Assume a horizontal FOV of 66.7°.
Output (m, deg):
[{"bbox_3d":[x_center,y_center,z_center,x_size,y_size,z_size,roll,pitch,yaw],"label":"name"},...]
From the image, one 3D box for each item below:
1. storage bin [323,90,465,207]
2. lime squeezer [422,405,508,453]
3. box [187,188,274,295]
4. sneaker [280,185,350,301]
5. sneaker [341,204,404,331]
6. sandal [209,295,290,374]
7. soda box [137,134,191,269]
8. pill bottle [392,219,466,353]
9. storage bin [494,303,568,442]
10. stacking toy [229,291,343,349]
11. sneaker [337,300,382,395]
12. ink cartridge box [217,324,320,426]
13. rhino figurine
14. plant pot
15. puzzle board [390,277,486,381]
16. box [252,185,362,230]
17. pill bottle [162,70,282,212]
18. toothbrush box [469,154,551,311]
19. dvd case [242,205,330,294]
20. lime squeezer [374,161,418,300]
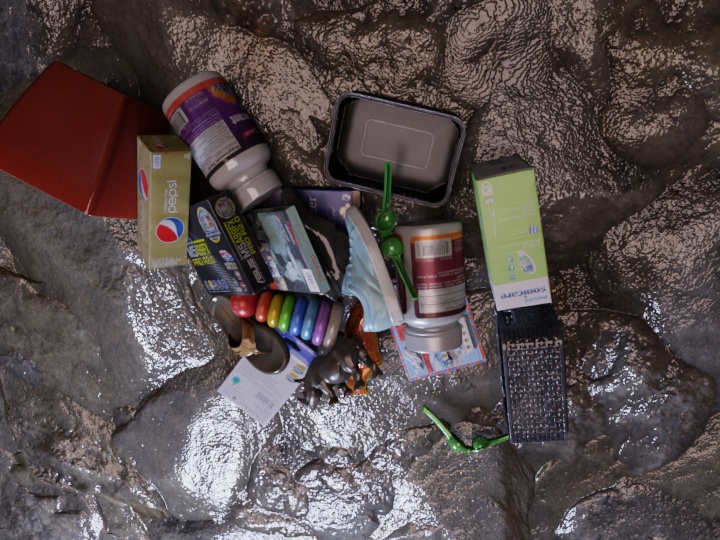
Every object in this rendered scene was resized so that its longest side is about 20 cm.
[{"bbox_3d":[0.054,-0.192,0.853,0.197,0.094,0.137,14,110,4],"label":"storage bin"},{"bbox_3d":[0.209,0.308,1.028,0.197,0.038,0.072,10,79,4],"label":"lime squeezer"},{"bbox_3d":[-0.236,-0.039,0.910,0.199,0.044,0.162,-3,116,54],"label":"box"},{"bbox_3d":[-0.063,-0.054,0.902,0.090,0.076,0.202,-30,102,-3],"label":"sneaker"},{"bbox_3d":[0.000,0.000,0.852,0.081,0.074,0.203,-21,81,2],"label":"sneaker"},{"bbox_3d":[-0.210,0.113,0.984,0.200,0.054,0.082,45,110,15],"label":"sandal"},{"bbox_3d":[-0.312,-0.106,0.865,0.068,0.063,0.202,42,130,40],"label":"soda box"},{"bbox_3d":[0.114,0.023,0.890,0.112,0.114,0.204,-3,99,9],"label":"pill bottle"},{"bbox_3d":[0.281,0.166,0.907,0.092,0.135,0.203,-7,108,11],"label":"storage bin"},{"bbox_3d":[-0.133,0.074,0.963,0.197,0.086,0.087,15,110,-4],"label":"stacking toy"},{"bbox_3d":[0.007,0.135,0.993,0.076,0.073,0.203,6,117,-12],"label":"sneaker"},{"bbox_3d":[-0.172,0.191,1.043,0.119,0.042,0.201,38,112,-3],"label":"ink cartridge box"},{"bbox_3d":[-0.052,0.186,0.953,0.199,0.059,0.088,-38,77,36],"label":"rhino figurine"},{"bbox_3d":[-0.419,-0.205,0.867,0.198,0.200,0.178,27,96,5],"label":"plant pot"},{"bbox_3d":[0.126,0.095,0.980,0.149,0.017,0.203,-17,106,14],"label":"puzzle board"},{"bbox_3d":[-0.096,-0.083,0.944,0.197,0.032,0.123,3,109,8],"label":"box"},{"bbox_3d":[-0.212,-0.199,0.869,0.111,0.111,0.201,-32,96,17],"label":"pill bottle"},{"bbox_3d":[0.228,-0.063,0.843,0.085,0.146,0.203,-9,106,10],"label":"toothbrush box"},{"bbox_3d":[-0.139,-0.032,0.903,0.199,0.022,0.148,3,121,53],"label":"dvd case"},{"bbox_3d":[0.053,-0.055,0.823,0.070,0.037,0.203,-9,92,55],"label":"lime squeezer"}]
